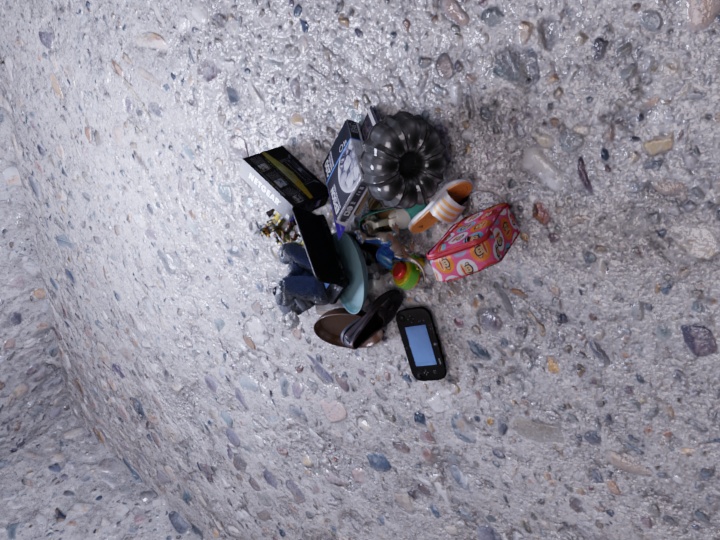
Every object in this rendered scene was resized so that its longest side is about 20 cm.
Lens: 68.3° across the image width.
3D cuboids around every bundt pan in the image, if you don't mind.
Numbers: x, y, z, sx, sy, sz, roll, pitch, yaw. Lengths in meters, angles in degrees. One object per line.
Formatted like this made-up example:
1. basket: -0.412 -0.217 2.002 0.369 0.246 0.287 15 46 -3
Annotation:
1. bundt pan: 0.098 -0.224 1.119 0.076 0.194 0.210 -134 33 -64

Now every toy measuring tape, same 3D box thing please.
1. toy measuring tape: 0.090 0.026 1.331 0.198 0.073 0.075 -33 90 43

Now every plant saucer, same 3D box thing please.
1. plant saucer: -0.032 0.155 1.453 0.191 0.036 0.203 4 148 2
2. plant saucer: -0.026 0.003 1.314 0.200 0.026 0.208 40 135 55

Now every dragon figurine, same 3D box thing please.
1. dragon figurine: 0.075 -0.046 1.255 0.199 0.060 0.099 43 148 -12

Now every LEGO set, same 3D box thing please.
1. LEGO set: -0.213 -0.114 1.473 0.198 0.115 0.157 -33 90 42

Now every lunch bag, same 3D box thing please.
1. lunch bag: 0.226 -0.055 1.104 0.173 0.199 0.084 -21 104 41

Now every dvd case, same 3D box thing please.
1. dvd case: 0.010 -0.256 1.243 0.152 0.015 0.203 -108 34 -40

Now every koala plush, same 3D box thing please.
1. koala plush: -0.172 0.062 1.475 0.178 0.183 0.201 15 140 -23

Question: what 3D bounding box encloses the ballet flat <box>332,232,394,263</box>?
1. ballet flat: 0.008 -0.068 1.374 0.194 0.057 0.069 16 130 24

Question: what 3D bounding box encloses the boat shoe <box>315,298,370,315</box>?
1. boat shoe: -0.057 0.080 1.483 0.196 0.071 0.071 -5 107 48

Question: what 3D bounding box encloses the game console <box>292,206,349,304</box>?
1. game console: -0.115 -0.032 1.324 0.177 0.113 0.206 -53 53 53

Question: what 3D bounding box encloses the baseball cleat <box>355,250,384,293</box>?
1. baseball cleat: 0.000 0.000 1.367 0.198 0.068 0.110 0 111 60

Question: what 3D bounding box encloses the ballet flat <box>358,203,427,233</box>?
1. ballet flat: 0.072 -0.118 1.279 0.195 0.070 0.069 -10 109 40

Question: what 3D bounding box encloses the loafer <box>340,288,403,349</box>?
1. loafer: 0.039 0.130 1.346 0.073 0.198 0.063 56 168 -26

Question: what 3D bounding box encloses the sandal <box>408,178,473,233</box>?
1. sandal: 0.184 -0.124 1.178 0.207 0.077 0.061 -45 52 47

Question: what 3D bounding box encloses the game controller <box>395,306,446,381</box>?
1. game controller: 0.159 0.191 1.378 0.102 0.042 0.207 -7 107 40

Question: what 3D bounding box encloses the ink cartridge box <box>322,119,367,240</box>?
1. ink cartridge box: -0.043 -0.216 1.270 0.202 0.042 0.203 -57 36 41

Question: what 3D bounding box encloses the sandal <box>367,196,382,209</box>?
1. sandal: 0.071 -0.219 1.240 0.200 0.078 0.055 -47 60 45

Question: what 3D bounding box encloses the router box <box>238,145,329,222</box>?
1. router box: -0.195 -0.229 1.379 0.199 0.156 0.053 43 130 13
